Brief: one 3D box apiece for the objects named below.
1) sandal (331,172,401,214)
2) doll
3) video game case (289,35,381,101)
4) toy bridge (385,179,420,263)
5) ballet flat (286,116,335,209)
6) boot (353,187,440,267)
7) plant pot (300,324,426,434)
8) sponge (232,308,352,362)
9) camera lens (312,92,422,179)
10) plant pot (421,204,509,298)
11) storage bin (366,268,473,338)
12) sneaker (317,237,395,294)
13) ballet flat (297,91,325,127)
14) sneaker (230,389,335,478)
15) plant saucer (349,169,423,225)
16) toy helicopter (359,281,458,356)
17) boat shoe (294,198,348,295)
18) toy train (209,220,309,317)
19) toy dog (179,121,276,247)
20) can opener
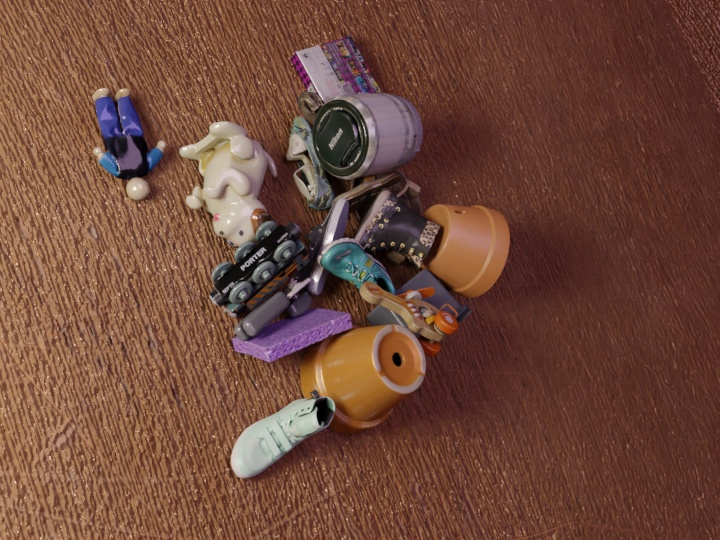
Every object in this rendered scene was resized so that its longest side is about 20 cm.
[{"bbox_3d":[0.010,-0.170,1.642,0.199,0.081,0.054,-23,64,-37],"label":"sandal"},{"bbox_3d":[-0.407,-0.220,1.383,0.135,0.048,0.203,-8,76,-38],"label":"doll"},{"bbox_3d":[-0.041,-0.413,1.755,0.180,0.036,0.202,-30,91,-40],"label":"video game case"},{"bbox_3d":[0.081,-0.117,1.695,0.067,0.027,0.202,29,57,-24],"label":"toy bridge"},{"bbox_3d":[-0.113,-0.219,1.600,0.074,0.074,0.202,-16,80,-40],"label":"ballet flat"},{"bbox_3d":[0.062,-0.050,1.603,0.149,0.073,0.202,28,75,0],"label":"boot"},{"bbox_3d":[0.018,0.186,1.452,0.198,0.183,0.203,15,63,-32],"label":"plant pot"},{"bbox_3d":[-0.122,0.113,1.423,0.199,0.111,0.030,-20,108,-40],"label":"sponge"},{"bbox_3d":[0.013,-0.273,1.581,0.199,0.159,0.162,-19,83,-49],"label":"camera lens"},{"bbox_3d":[0.204,-0.055,1.689,0.139,0.199,0.203,17,61,-29],"label":"plant pot"},{"bbox_3d":[0.118,0.091,1.610,0.135,0.146,0.199,50,49,5],"label":"storage bin"},{"bbox_3d":[0.000,0.000,1.498,0.199,0.078,0.080,27,20,-45],"label":"sneaker"},{"bbox_3d":[-0.060,-0.296,1.645,0.068,0.046,0.200,-50,131,-11],"label":"ballet flat"},{"bbox_3d":[-0.129,0.275,1.344,0.200,0.118,0.074,-37,96,-40],"label":"sneaker"},{"bbox_3d":[0.054,-0.143,1.721,0.198,0.029,0.203,15,63,-32],"label":"plant saucer"},{"bbox_3d":[0.086,0.066,1.485,0.198,0.079,0.133,26,31,-19],"label":"toy helicopter"},{"bbox_3d":[-0.080,-0.052,1.535,0.065,0.070,0.203,16,80,13],"label":"boat shoe"},{"bbox_3d":[-0.177,0.001,1.395,0.200,0.114,0.085,-43,61,-9],"label":"toy train"},{"bbox_3d":[-0.232,-0.141,1.447,0.193,0.138,0.203,10,65,-55],"label":"toy dog"},{"bbox_3d":[-0.147,0.071,1.416,0.067,0.052,0.200,57,39,-3],"label":"can opener"}]
